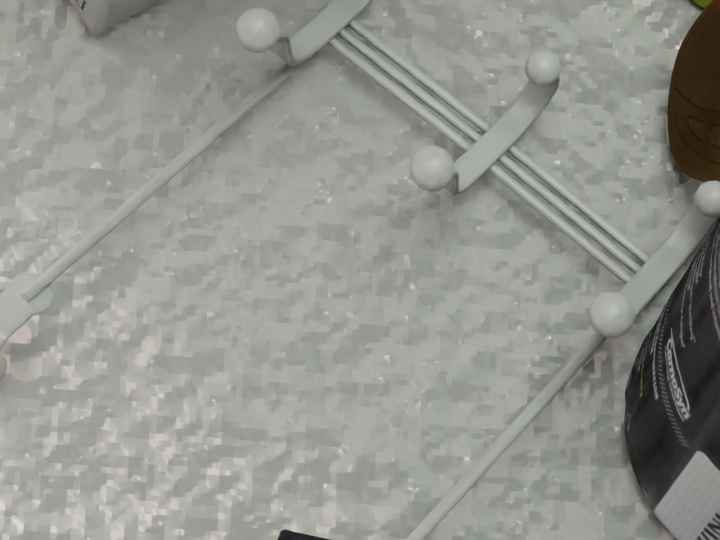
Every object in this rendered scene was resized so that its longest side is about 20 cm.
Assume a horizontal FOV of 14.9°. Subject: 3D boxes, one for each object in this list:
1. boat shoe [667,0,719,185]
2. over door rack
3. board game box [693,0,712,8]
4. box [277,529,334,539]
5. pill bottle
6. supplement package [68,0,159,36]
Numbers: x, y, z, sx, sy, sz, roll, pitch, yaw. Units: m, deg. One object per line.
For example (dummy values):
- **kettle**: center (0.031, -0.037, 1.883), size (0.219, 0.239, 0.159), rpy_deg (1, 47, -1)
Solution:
- **boat shoe**: center (0.170, -0.063, 0.814), size (0.072, 0.200, 0.072), rpy_deg (13, 70, -30)
- **over door rack**: center (0.000, 0.000, 0.812), size (0.148, 0.067, 0.200), rpy_deg (39, 65, 10)
- **board game box**: center (0.180, -0.106, 0.904), size (0.200, 0.048, 0.102), rpy_deg (34, 64, 7)
- **box**: center (0.026, 0.176, 0.627), size (0.141, 0.079, 0.201), rpy_deg (13, 99, 4)
- **pill bottle**: center (0.145, 0.010, 0.758), size (0.106, 0.200, 0.107), rpy_deg (4, 64, -8)
- **supplement package**: center (-0.047, -0.177, 0.804), size (0.120, 0.200, 0.121), rpy_deg (-33, 83, -22)
